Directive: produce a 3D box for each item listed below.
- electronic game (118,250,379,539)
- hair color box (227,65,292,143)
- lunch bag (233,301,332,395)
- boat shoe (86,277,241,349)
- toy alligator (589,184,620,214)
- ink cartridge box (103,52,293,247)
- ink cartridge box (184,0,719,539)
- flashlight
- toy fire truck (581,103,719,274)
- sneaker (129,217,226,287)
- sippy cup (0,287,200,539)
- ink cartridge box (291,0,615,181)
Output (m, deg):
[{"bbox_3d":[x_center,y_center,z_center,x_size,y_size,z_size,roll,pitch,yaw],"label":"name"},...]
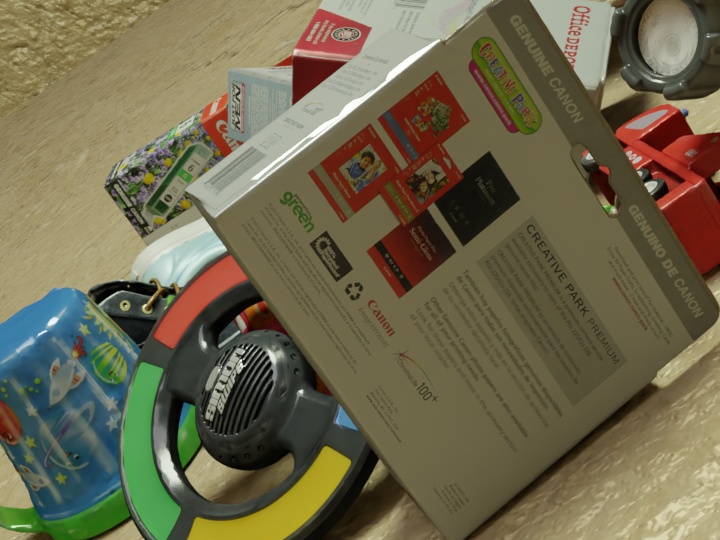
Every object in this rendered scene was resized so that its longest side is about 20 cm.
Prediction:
[{"bbox_3d":[-0.060,0.071,0.853,0.198,0.041,0.203,-19,57,32],"label":"electronic game"},{"bbox_3d":[-0.015,-0.121,1.202,0.098,0.062,0.199,-8,18,-33],"label":"hair color box"},{"bbox_3d":[0.000,0.000,0.993,0.175,0.082,0.200,-34,21,-5],"label":"lunch bag"},{"bbox_3d":[-0.136,0.033,1.114,0.199,0.091,0.071,-34,21,6],"label":"boat shoe"},{"bbox_3d":[0.124,-0.018,0.836,0.054,0.060,0.200,4,-5,-18],"label":"toy alligator"},{"bbox_3d":[-0.113,-0.090,1.338,0.199,0.110,0.050,-31,19,14],"label":"ink cartridge box"},{"bbox_3d":[0.047,-0.007,0.732,0.175,0.201,0.084,-37,18,-6],"label":"ink cartridge box"},{"bbox_3d":[0.219,-0.134,0.838,0.198,0.068,0.068,-12,-37,-43],"label":"flashlight"},{"bbox_3d":[0.209,-0.064,0.824,0.140,0.049,0.200,-35,18,2],"label":"toy fire truck"},{"bbox_3d":[-0.079,-0.016,1.203,0.199,0.074,0.082,-35,48,-13],"label":"sneaker"},{"bbox_3d":[-0.191,0.088,1.023,0.178,0.131,0.139,-45,22,-29],"label":"sippy cup"},{"bbox_3d":[0.064,-0.126,1.022,0.197,0.084,0.146,8,31,9],"label":"ink cartridge box"}]
